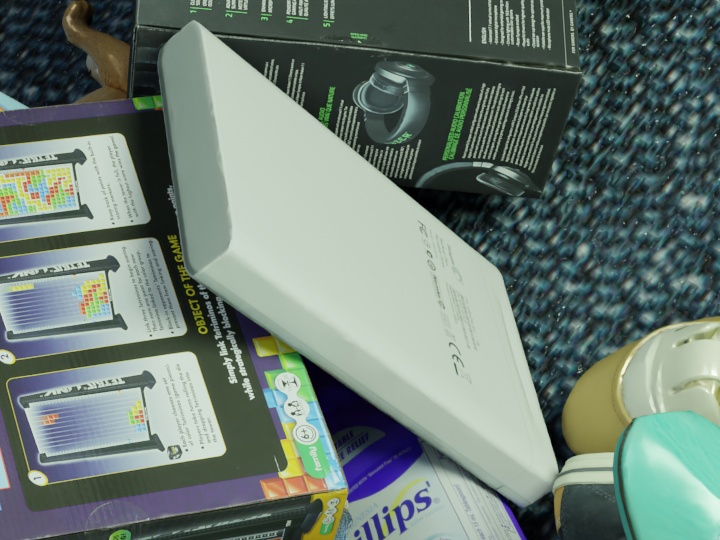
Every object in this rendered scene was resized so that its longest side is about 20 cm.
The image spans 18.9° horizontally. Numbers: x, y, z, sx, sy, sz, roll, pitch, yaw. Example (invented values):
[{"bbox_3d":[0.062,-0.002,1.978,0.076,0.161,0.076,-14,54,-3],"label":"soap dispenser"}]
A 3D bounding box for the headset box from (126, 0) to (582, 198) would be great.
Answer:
[{"bbox_3d":[-0.012,-0.132,0.951,0.199,0.093,0.175,4,54,-7],"label":"headset box"}]

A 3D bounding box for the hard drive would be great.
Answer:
[{"bbox_3d":[0.000,0.000,0.866,0.027,0.200,0.132,-35,41,21],"label":"hard drive"}]

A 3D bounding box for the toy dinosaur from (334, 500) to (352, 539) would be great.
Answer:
[{"bbox_3d":[-0.071,0.168,0.879,0.200,0.105,0.182,53,136,40],"label":"toy dinosaur"}]

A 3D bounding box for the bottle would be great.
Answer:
[{"bbox_3d":[0.016,0.100,0.903,0.083,0.065,0.200,-41,52,19],"label":"bottle"}]

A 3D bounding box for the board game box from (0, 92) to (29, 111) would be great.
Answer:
[{"bbox_3d":[-0.156,0.004,0.938,0.200,0.103,0.105,30,48,8],"label":"board game box"}]

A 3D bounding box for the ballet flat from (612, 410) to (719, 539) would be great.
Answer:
[{"bbox_3d":[0.154,0.133,0.743,0.067,0.201,0.070,-34,16,-35],"label":"ballet flat"}]

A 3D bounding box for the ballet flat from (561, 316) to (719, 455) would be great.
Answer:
[{"bbox_3d":[0.164,0.039,0.853,0.199,0.063,0.069,-8,62,27],"label":"ballet flat"}]

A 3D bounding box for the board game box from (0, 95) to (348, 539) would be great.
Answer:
[{"bbox_3d":[-0.113,0.029,0.823,0.165,0.057,0.200,-8,54,-18],"label":"board game box"}]

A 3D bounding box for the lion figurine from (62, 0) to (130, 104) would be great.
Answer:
[{"bbox_3d":[-0.131,-0.062,1.045,0.200,0.073,0.122,-41,59,-17],"label":"lion figurine"}]

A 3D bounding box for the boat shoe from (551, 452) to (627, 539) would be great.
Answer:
[{"bbox_3d":[0.160,0.105,0.818,0.199,0.075,0.062,-3,66,36],"label":"boat shoe"}]
